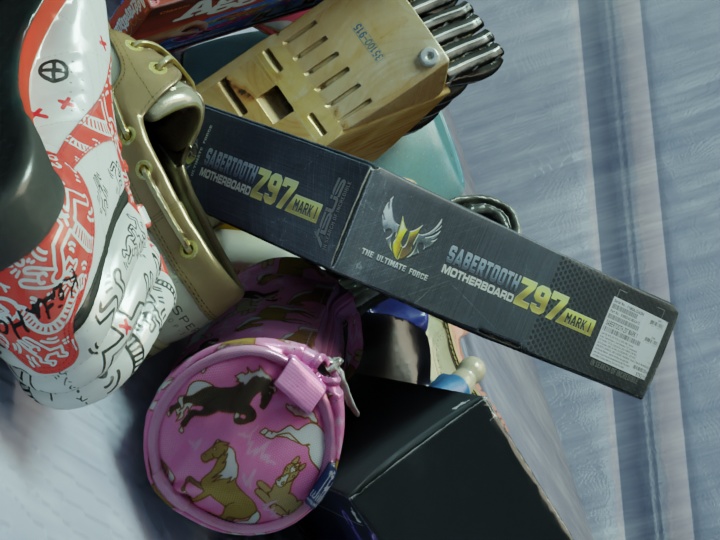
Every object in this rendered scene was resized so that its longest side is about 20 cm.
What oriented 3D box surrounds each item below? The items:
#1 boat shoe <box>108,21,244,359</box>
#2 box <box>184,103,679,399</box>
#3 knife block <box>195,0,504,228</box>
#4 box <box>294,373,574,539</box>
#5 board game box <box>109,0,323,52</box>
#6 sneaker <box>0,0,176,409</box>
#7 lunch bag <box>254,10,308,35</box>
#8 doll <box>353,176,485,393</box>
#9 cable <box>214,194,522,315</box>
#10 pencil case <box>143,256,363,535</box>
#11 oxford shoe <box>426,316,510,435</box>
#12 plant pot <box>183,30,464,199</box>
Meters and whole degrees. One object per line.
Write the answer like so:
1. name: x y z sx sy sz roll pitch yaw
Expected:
1. boat shoe: -0.099 -0.062 0.799 0.074 0.066 0.202 43 28 -72
2. box: 0.026 -0.010 0.844 0.199 0.051 0.157 24 -1 -36
3. knife block: -0.013 -0.089 0.989 0.064 0.199 0.176 54 -7 8
4. box: 0.033 0.129 0.852 0.142 0.079 0.200 59 -14 -7
5. board game box: -0.030 -0.149 0.914 0.020 0.199 0.103 67 -23 4
6. sneaker: -0.113 -0.042 0.670 0.202 0.067 0.108 -95 164 -49
7. lunch bag: -0.091 -0.222 1.051 0.176 0.082 0.200 48 11 24
8. doll: 0.010 0.042 1.004 0.136 0.048 0.202 15 59 -30
9. cable: 0.000 0.000 0.954 0.050 0.198 0.098 107 -28 -56
10. pencil case: -0.042 0.049 0.813 0.200 0.086 0.084 -83 179 -79
11. oxford shoe: 0.033 0.083 1.066 0.073 0.071 0.201 -1 65 -45
12. plant pot: -0.011 -0.070 1.158 0.200 0.134 0.202 -20 90 -81
